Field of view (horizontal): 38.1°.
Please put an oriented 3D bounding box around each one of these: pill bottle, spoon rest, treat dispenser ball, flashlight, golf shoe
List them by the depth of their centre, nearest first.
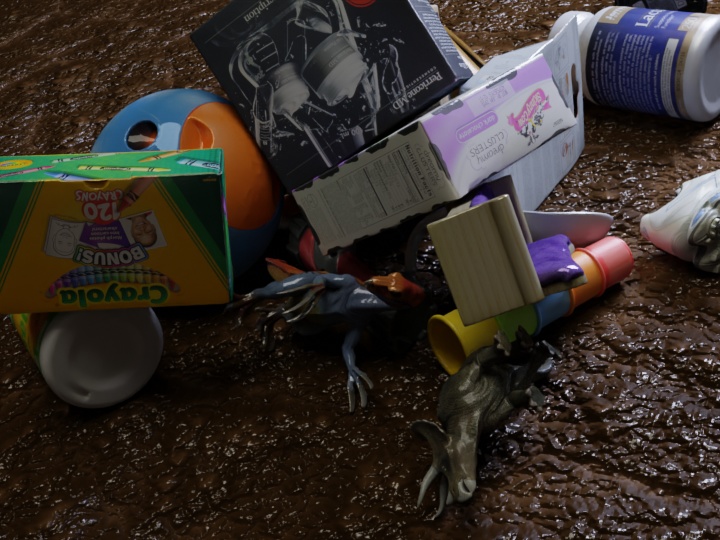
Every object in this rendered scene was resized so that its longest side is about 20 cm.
[{"bbox_3d":[0.136,-0.036,0.973,0.197,0.061,0.099,-8,-7,-1],"label":"spoon rest"},{"bbox_3d":[0.345,-0.077,0.978,0.199,0.079,0.097,-30,30,-27],"label":"golf shoe"},{"bbox_3d":[0.000,0.000,0.987,0.068,0.068,0.200,-31,34,-18],"label":"flashlight"},{"bbox_3d":[-0.271,0.036,0.988,0.110,0.112,0.200,-26,34,-20],"label":"pill bottle"},{"bbox_3d":[-0.176,-0.080,1.048,0.198,0.203,0.202,-9,32,6],"label":"treat dispenser ball"},{"bbox_3d":[0.320,-0.242,1.200,0.199,0.117,0.115,18,43,40],"label":"pill bottle"}]

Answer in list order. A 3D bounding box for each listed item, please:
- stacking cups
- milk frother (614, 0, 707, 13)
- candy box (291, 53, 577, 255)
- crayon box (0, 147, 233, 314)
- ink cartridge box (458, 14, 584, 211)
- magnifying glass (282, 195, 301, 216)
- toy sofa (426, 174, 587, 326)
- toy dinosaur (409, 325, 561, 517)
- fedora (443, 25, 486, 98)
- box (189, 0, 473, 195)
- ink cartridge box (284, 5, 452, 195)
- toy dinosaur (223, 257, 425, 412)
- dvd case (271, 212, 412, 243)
[{"bbox_3d":[0.154,0.024,0.899,0.199,0.061,0.060,-26,34,-21],"label":"stacking cups"},{"bbox_3d":[0.437,-0.422,1.373,0.198,0.182,0.189,-4,33,21],"label":"milk frother"},{"bbox_3d":[0.062,-0.099,0.921,0.167,0.072,0.199,-32,6,-36],"label":"candy box"},{"bbox_3d":[-0.208,-0.033,0.865,0.197,0.120,0.058,-3,28,-4],"label":"crayon box"},{"bbox_3d":[0.171,-0.153,1.073,0.047,0.162,0.200,11,39,31],"label":"ink cartridge box"},{"bbox_3d":[0.008,-0.084,1.126,0.197,0.023,0.080,-7,32,7],"label":"magnifying glass"},{"bbox_3d":[0.117,-0.027,0.834,0.097,0.084,0.200,-20,6,12],"label":"toy sofa"},{"bbox_3d":[0.094,0.090,0.799,0.102,0.077,0.200,-36,6,28],"label":"toy dinosaur"},{"bbox_3d":[0.122,-0.192,1.180,0.082,0.200,0.201,-46,28,16],"label":"fedora"},{"bbox_3d":[-0.025,-0.206,1.001,0.199,0.183,0.104,-33,3,19],"label":"box"},{"bbox_3d":[-0.005,-0.178,1.097,0.198,0.167,0.075,-7,13,16],"label":"ink cartridge box"},{"bbox_3d":[-0.027,0.014,0.902,0.180,0.105,0.201,-17,44,22],"label":"toy dinosaur"},{"bbox_3d":[-0.030,-0.074,1.159,0.198,0.018,0.143,0,34,20],"label":"dvd case"}]
